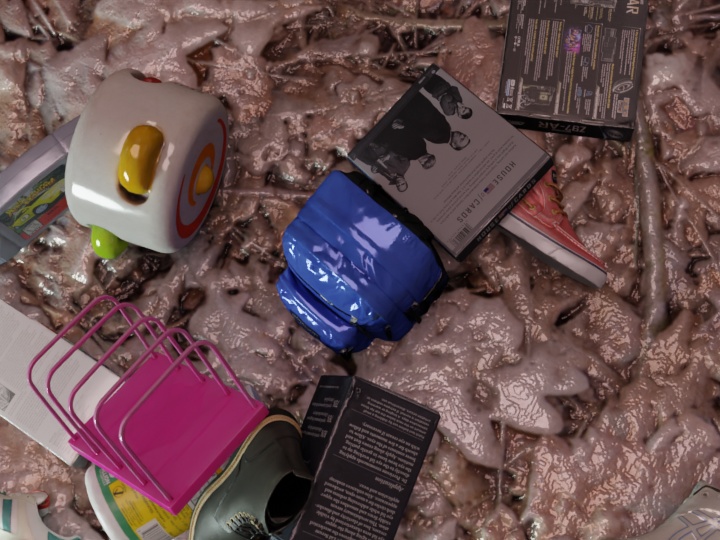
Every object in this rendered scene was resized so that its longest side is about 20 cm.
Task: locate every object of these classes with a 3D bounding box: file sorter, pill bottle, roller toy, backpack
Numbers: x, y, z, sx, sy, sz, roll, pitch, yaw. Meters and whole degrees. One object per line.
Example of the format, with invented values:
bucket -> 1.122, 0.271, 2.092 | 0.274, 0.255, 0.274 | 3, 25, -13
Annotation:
file sorter -> -0.223, 0.123, 1.230 | 0.199, 0.126, 0.139 | 18, 56, 45
pill bottle -> -0.182, 0.209, 1.303 | 0.199, 0.113, 0.114 | -31, 76, -2
roller toy -> -0.226, -0.120, 1.343 | 0.138, 0.201, 0.184 | 18, 52, 8
backpack -> 0.000, 0.000, 1.288 | 0.162, 0.200, 0.169 | 35, 82, 11

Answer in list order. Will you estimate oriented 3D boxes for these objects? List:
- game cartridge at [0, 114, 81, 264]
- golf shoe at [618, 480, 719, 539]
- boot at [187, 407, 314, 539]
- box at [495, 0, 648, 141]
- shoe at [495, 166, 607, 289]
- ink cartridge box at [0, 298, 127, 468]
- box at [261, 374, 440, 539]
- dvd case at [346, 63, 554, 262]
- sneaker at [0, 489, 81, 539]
game cartridge -> -0.367, -0.088, 1.377 | 0.200, 0.133, 0.041 | -41, 76, -4
golf shoe -> 0.344, 0.271, 1.270 | 0.197, 0.079, 0.098 | -5, 60, -1
boot -> -0.111, 0.249, 1.198 | 0.077, 0.138, 0.202 | 18, 102, -19
box -> 0.244, -0.259, 1.403 | 0.158, 0.044, 0.203 | 7, 78, 7
shoe -> 0.203, -0.068, 1.349 | 0.199, 0.071, 0.091 | 35, 88, 16
ink cartridge box -> -0.364, 0.121, 1.373 | 0.199, 0.050, 0.110 | 32, 82, 12
box -> -0.017, 0.217, 1.256 | 0.103, 0.148, 0.202 | 24, 81, -12
dvd case -> 0.096, -0.123, 1.357 | 0.150, 0.025, 0.200 | -46, 58, 1
sneaker -> -0.392, 0.268, 1.342 | 0.199, 0.071, 0.093 | 37, 65, 14
